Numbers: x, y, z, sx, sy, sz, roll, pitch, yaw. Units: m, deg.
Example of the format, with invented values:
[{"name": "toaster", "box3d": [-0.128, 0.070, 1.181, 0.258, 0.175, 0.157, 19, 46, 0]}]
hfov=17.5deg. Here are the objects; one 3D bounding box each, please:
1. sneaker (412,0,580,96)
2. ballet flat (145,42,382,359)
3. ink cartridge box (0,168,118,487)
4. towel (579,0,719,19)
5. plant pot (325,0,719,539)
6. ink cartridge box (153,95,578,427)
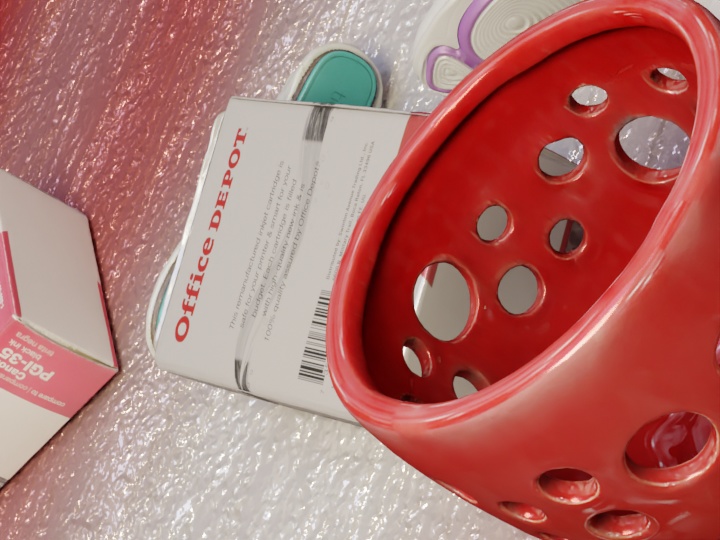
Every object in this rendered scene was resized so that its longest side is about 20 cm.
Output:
[{"name": "sneaker", "box3d": [0.103, -0.165, 1.167, 0.200, 0.075, 0.100, -43, 27, 14]}, {"name": "ballet flat", "box3d": [-0.053, -0.032, 1.268, 0.069, 0.069, 0.201, 22, 80, 54]}, {"name": "ink cartridge box", "box3d": [-0.246, 0.059, 1.408, 0.200, 0.083, 0.147, -43, 40, 22]}, {"name": "towel", "box3d": [0.205, -0.165, 1.028, 0.199, 0.023, 0.154, 18, 82, 36]}, {"name": "plant pot", "box3d": [0.116, 0.020, 0.905, 0.200, 0.182, 0.201, -36, 34, 29]}, {"name": "ink cartridge box", "box3d": [0.000, 0.000, 1.141, 0.199, 0.083, 0.148, 11, 84, 53]}]
